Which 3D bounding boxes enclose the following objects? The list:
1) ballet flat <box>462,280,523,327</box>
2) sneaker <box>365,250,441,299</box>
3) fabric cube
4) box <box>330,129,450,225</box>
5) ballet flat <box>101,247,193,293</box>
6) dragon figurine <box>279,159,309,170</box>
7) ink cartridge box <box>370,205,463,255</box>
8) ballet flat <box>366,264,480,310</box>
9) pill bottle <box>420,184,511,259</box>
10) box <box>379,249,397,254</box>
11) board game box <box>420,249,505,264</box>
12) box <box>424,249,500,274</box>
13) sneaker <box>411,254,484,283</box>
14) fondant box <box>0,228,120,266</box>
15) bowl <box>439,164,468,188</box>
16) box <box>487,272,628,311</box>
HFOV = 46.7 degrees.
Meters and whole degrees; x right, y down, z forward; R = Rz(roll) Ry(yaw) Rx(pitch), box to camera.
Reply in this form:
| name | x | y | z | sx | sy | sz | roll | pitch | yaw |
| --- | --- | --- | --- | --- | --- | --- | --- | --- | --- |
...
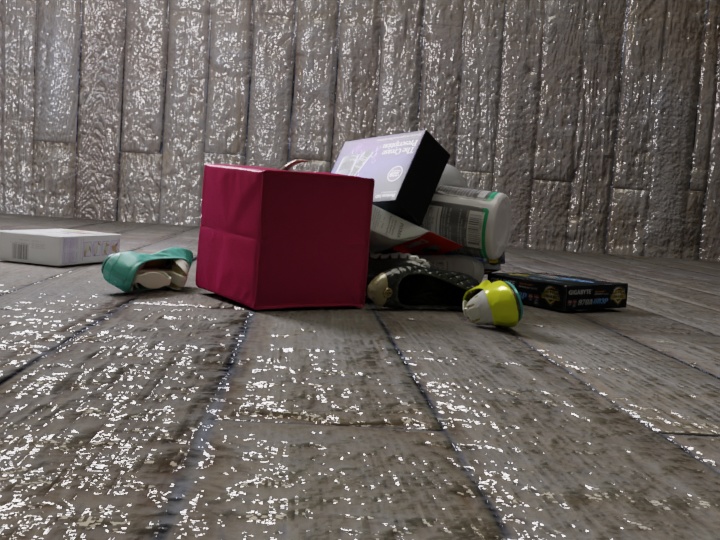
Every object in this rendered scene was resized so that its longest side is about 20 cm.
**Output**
| name | x | y | z | sx | sy | sz | roll | pitch | yaw |
| --- | --- | --- | --- | --- | --- | --- | --- | --- | --- |
| ballet flat | 0.180 | 0.050 | 1.180 | 0.066 | 0.068 | 0.200 | -17 | 2 | 0 |
| sneaker | 0.033 | 0.014 | 1.348 | 0.198 | 0.091 | 0.067 | 13 | -27 | 16 |
| fabric cube | -0.117 | -0.053 | 1.265 | 0.194 | 0.203 | 0.198 | 1 | 8 | -36 |
| box | 0.035 | -0.151 | 1.410 | 0.199 | 0.142 | 0.079 | 0 | -28 | 47 |
| ballet flat | -0.310 | 0.006 | 1.288 | 0.070 | 0.068 | 0.199 | 32 | 16 | 21 |
| dragon figurine | -0.153 | -0.130 | 1.445 | 0.059 | 0.201 | 0.099 | 35 | 21 | 2 |
| ink cartridge box | 0.046 | -0.047 | 1.392 | 0.199 | 0.058 | 0.162 | 27 | -17 | -17 |
| ballet flat | 0.104 | 0.029 | 1.277 | 0.198 | 0.067 | 0.057 | 0 | 18 | -23 |
| pill bottle | 0.150 | -0.089 | 1.433 | 0.198 | 0.115 | 0.113 | 11 | 8 | 26 |
| box | 0.066 | -0.059 | 1.613 | 0.156 | 0.052 | 0.200 | -18 | -16 | -11 |
| board game box | 0.200 | -0.039 | 1.621 | 0.134 | 0.035 | 0.200 | -4 | -10 | 17 |
| box | 0.155 | -0.006 | 1.579 | 0.135 | 0.040 | 0.200 | 2 | -10 | -25 |
| sneaker | 0.111 | 0.010 | 1.413 | 0.198 | 0.076 | 0.099 | -4 | -10 | 32 |
| fondant box | -0.582 | -0.047 | 1.624 | 0.142 | 0.059 | 0.200 | 5 | 6 | 15 |
| bowl | 0.091 | -0.151 | 1.599 | 0.197 | 0.076 | 0.200 | 0 | -19 | -16 |
| box | 0.348 | 0.035 | 1.492 | 0.157 | 0.047 | 0.199 | 0 | 6 | -32 |
